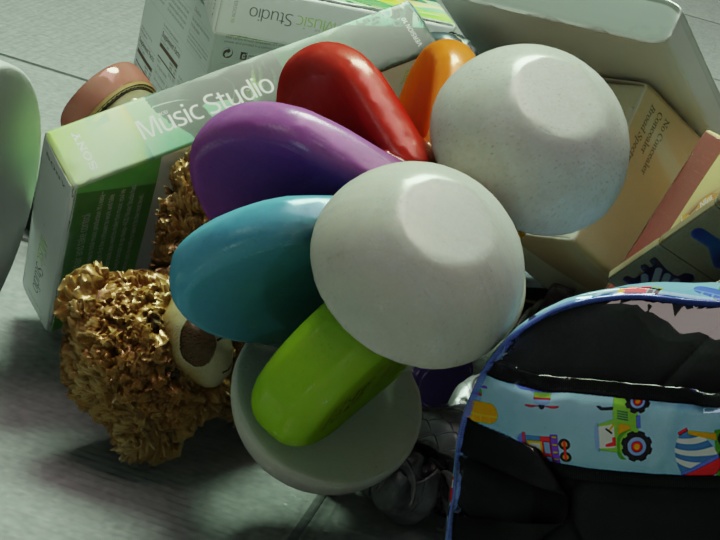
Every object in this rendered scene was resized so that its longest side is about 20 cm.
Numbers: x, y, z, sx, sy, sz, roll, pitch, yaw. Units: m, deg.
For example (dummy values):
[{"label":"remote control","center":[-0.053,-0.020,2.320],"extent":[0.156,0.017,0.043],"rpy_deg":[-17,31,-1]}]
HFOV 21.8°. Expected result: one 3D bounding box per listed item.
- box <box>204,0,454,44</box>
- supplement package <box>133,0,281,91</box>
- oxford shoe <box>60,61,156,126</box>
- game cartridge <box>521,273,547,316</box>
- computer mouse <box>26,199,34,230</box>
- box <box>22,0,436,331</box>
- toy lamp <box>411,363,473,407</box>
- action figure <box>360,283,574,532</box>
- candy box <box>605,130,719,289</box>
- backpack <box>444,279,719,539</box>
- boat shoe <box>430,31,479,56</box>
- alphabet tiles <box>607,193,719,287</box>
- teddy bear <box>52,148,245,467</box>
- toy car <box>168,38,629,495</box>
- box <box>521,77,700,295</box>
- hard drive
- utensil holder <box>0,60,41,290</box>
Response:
[{"label":"box","center":[-0.030,-0.181,1.193],"extent":[0.144,0.036,0.200],"rpy_deg":[9,22,-14]},{"label":"supplement package","center":[-0.059,-0.136,1.292],"extent":[0.155,0.111,0.200],"rpy_deg":[6,21,-21]},{"label":"oxford shoe","center":[-0.110,-0.060,1.095],"extent":[0.075,0.070,0.200],"rpy_deg":[47,8,14]},{"label":"game cartridge","center":[0.067,-0.007,1.140],"extent":[0.199,0.041,0.133],"rpy_deg":[4,26,-28]},{"label":"computer mouse","center":[-0.105,-0.015,1.044],"extent":[0.199,0.034,0.059],"rpy_deg":[21,20,16]},{"label":"box","center":[-0.067,-0.050,0.918],"extent":[0.200,0.144,0.036],"rpy_deg":[-25,70,-26]},{"label":"toy lamp","center":[0.000,0.000,1.011],"extent":[0.058,0.058,0.200],"rpy_deg":[2,33,-31]},{"label":"action figure","center":[0.059,0.071,0.875],"extent":[0.130,0.070,0.200],"rpy_deg":[32,29,24]},{"label":"candy box","center":[0.209,0.027,0.924],"extent":[0.200,0.116,0.055],"rpy_deg":[28,5,-41]},{"label":"backpack","center":[0.133,0.086,0.731],"extent":[0.199,0.183,0.135],"rpy_deg":[6,10,0]},{"label":"boat shoe","center":[0.052,-0.073,1.004],"extent":[0.062,0.200,0.075],"rpy_deg":[-27,65,-12]},{"label":"alphabet tiles","center":[0.190,0.029,0.800],"extent":[0.167,0.200,0.008],"rpy_deg":[32,46,-20]},{"label":"teddy bear","center":[-0.047,0.013,0.856],"extent":[0.067,0.146,0.200],"rpy_deg":[14,11,35]},{"label":"toy car","center":[0.002,-0.020,0.767],"extent":[0.150,0.175,0.200],"rpy_deg":[40,55,5]},{"label":"box","center":[0.157,-0.011,0.980],"extent":[0.078,0.095,0.200],"rpy_deg":[12,-18,49]},{"label":"hard drive","center":[0.131,-0.091,0.983],"extent":[0.132,0.026,0.200],"rpy_deg":[18,-16,31]},{"label":"utensil holder","center":[-0.265,-0.047,0.829],"extent":[0.199,0.171,0.170],"rpy_deg":[21,20,10]}]
